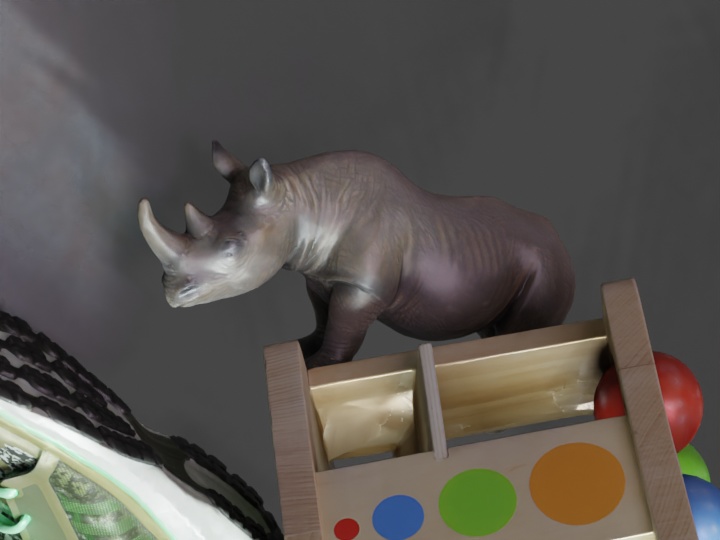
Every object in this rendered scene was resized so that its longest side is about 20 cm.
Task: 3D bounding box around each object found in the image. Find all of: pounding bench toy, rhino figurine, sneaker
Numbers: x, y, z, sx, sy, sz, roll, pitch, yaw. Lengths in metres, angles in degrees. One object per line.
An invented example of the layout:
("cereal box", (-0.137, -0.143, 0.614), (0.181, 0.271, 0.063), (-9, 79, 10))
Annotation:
("pounding bench toy", (0.061, 0.120, 0.868), (0.155, 0.125, 0.200), (-10, 142, 2))
("rhino figurine", (0.000, 0.000, 0.883), (0.199, 0.060, 0.088), (17, 98, -31))
("sneaker", (-0.111, 0.089, 0.840), (0.089, 0.077, 0.200), (-47, 121, 5))
